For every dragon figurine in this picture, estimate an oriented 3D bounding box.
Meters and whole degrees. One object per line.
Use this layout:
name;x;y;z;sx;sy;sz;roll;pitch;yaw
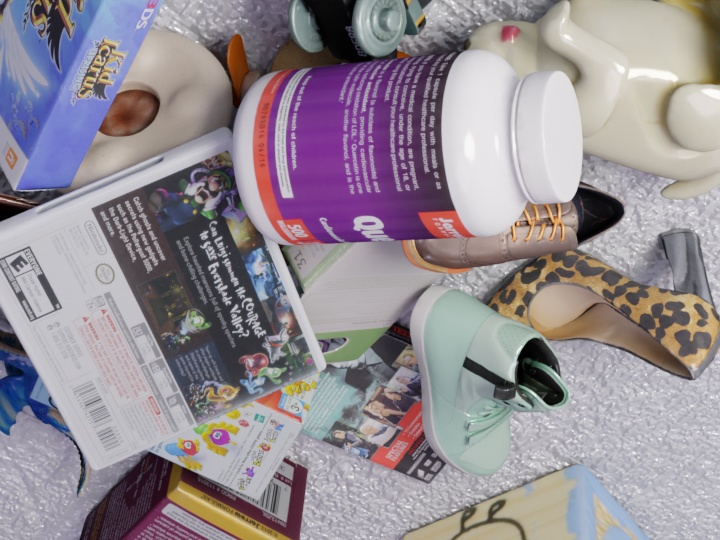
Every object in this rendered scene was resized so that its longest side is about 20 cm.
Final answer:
dragon figurine;-0.281;0.104;1.171;0.099;0.059;0.201;2;129;3

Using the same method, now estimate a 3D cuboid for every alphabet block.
alphabet block;0.167;0.328;1.234;0.200;0.196;0.196;-28;120;24

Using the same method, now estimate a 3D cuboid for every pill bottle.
pill bottle;0.029;-0.074;0.839;0.199;0.113;0.113;-2;131;26

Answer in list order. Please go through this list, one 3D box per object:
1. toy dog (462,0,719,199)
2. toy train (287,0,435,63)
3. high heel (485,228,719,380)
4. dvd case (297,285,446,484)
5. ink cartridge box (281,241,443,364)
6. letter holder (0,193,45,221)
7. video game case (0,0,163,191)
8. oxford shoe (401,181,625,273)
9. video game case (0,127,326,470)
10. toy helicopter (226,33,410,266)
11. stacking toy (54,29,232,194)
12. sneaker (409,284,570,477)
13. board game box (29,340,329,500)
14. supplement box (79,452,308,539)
toy dog;0.156;-0.126;0.913;0.199;0.140;0.194;-4;147;10
toy train;-0.012;-0.220;0.846;0.085;0.114;0.200;11;143;41
high heel;0.170;0.048;1.031;0.199;0.143;0.071;-20;126;20
dvd case;0.007;0.100;1.168;0.199;0.022;0.146;23;128;-15
ink cartridge box;0.000;0.000;1.019;0.145;0.048;0.200;-2;147;-48
letter holder;-0.284;0.005;0.988;0.142;0.101;0.200;12;170;-27
video game case;-0.203;-0.183;0.858;0.045;0.182;0.200;-8;144;-44
oxford shoe;0.107;-0.039;0.946;0.073;0.200;0.072;0;99;44
video game case;-0.136;0.024;0.921;0.181;0.023;0.200;-23;123;-5
toy helicopter;-0.048;-0.087;0.979;0.132;0.079;0.200;27;121;4
stacking toy;-0.146;-0.063;1.001;0.145;0.147;0.200;-4;147;8
sneaker;0.109;0.110;1.070;0.118;0.074;0.201;24;146;39
board game box;-0.142;0.079;1.095;0.199;0.103;0.105;26;127;-7
supplement box;-0.157;0.239;1.244;0.131;0.103;0.200;33;124;-21
